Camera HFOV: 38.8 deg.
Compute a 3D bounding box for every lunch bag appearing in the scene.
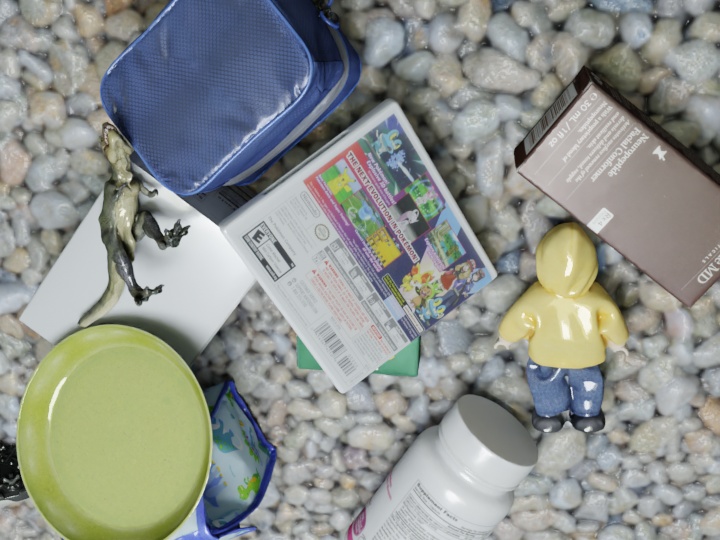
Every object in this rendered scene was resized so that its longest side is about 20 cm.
[{"bbox_3d":[-0.189,0.223,0.993,0.169,0.200,0.128,-26,106,16],"label":"lunch bag"},{"bbox_3d":[-0.098,-0.166,0.862,0.200,0.132,0.136,-37,87,21],"label":"lunch bag"}]

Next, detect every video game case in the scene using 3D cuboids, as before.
[{"bbox_3d":[0.004,-0.017,0.891,0.182,0.023,0.201,-36,118,-4],"label":"video game case"}]

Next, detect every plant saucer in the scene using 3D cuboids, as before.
[{"bbox_3d":[-0.213,0.148,0.904,0.198,0.031,0.202,-1,88,20],"label":"plant saucer"}]

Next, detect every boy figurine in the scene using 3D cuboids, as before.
[{"bbox_3d":[0.184,0.052,0.943,0.123,0.064,0.201,-4,111,10],"label":"boy figurine"}]

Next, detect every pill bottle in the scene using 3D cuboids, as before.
[{"bbox_3d":[0.079,0.226,1.001,0.113,0.113,0.201,32,112,-5],"label":"pill bottle"}]

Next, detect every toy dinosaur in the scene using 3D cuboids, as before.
[{"bbox_3d":[-0.192,-0.022,0.853,0.088,0.047,0.201,31,120,30],"label":"toy dinosaur"}]

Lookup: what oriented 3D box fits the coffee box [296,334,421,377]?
[{"bbox_3d":[0.000,0.000,0.959,0.122,0.044,0.201,2,112,6],"label":"coffee box"}]

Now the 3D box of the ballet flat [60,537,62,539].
[{"bbox_3d":[-0.304,0.290,1.120,0.067,0.046,0.201,14,113,2],"label":"ballet flat"}]

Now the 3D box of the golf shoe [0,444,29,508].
[{"bbox_3d":[-0.427,0.249,1.117,0.198,0.078,0.095,-8,128,13],"label":"golf shoe"}]

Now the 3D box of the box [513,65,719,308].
[{"bbox_3d":[0.238,-0.071,0.881,0.199,0.075,0.100,36,112,-9],"label":"box"}]

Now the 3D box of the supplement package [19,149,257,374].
[{"bbox_3d":[-0.188,0.000,0.951,0.155,0.111,0.200,37,112,-7],"label":"supplement package"}]
